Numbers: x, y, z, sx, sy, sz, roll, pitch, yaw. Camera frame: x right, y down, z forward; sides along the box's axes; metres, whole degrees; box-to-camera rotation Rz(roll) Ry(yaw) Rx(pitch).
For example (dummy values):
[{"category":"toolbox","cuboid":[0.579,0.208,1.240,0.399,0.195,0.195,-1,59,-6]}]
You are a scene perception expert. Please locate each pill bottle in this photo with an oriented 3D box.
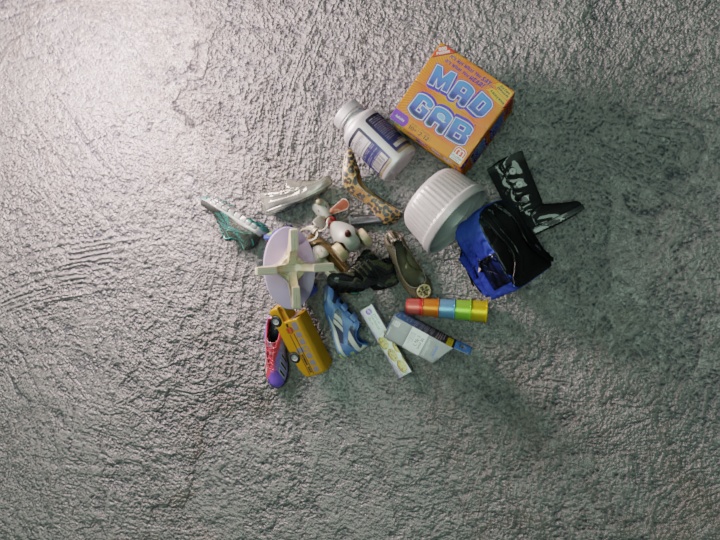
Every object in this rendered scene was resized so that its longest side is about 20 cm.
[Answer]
[{"category":"pill bottle","cuboid":[0.031,-0.326,1.594,0.200,0.111,0.111,45,99,7]}]

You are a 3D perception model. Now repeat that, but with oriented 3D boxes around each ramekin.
[{"category":"ramekin","cuboid":[0.194,-0.147,1.527,0.105,0.200,0.200,45,99,18]}]

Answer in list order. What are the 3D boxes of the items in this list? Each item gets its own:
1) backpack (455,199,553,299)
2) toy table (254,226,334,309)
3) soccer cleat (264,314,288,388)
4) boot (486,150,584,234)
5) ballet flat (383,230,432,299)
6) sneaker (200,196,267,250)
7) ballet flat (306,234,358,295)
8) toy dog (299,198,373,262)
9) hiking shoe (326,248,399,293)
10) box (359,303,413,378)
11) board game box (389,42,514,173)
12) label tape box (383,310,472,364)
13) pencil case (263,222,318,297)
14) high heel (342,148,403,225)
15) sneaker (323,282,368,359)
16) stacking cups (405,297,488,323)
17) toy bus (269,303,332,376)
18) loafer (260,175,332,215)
[{"category":"backpack","cuboid":[0.312,-0.049,1.510,0.168,0.162,0.200,-31,88,49]},{"category":"toy table","cuboid":[-0.162,-0.003,1.543,0.183,0.117,0.201,-15,97,-13]},{"category":"soccer cleat","cuboid":[-0.225,0.209,1.682,0.068,0.073,0.201,3,92,12]},{"category":"boot","cuboid":[0.418,-0.196,1.546,0.164,0.066,0.201,-26,82,10]},{"category":"ballet flat","cuboid":[0.120,-0.011,1.606,0.067,0.046,0.201,-28,93,-11]},{"category":"sneaker","cuboid":[-0.348,-0.123,1.700,0.200,0.078,0.091,32,102,11]},{"category":"ballet flat","cuboid":[-0.078,-0.011,1.643,0.200,0.072,0.068,49,117,6]},{"category":"toy dog","cuboid":[-0.062,-0.114,1.597,0.200,0.096,0.132,28,70,22]},{"category":"hiking shoe","cuboid":[0.000,0.000,1.596,0.076,0.199,0.101,-24,72,53]},{"category":"box","cuboid":[0.066,0.178,1.638,0.041,0.039,0.200,-31,85,10]},{"category":"board game box","cuboid":[0.218,-0.366,1.508,0.200,0.200,0.200,37,98,8]},{"category":"label tape box","cuboid":[0.165,0.174,1.563,0.199,0.144,0.063,28,97,10]},{"category":"pencil case","cuboid":[-0.173,-0.019,1.642,0.078,0.087,0.201,-4,111,53]},{"category":"high heel","cuboid":[0.032,-0.210,1.613,0.142,0.071,0.201,-3,107,18]},{"category":"sneaker","cuboid":[-0.040,0.121,1.644,0.082,0.074,0.201,-17,97,14]},{"category":"stacking cups","cuboid":[0.211,0.096,1.590,0.199,0.061,0.061,3,92,9]},{"category":"toy bus","cuboid":[-0.153,0.169,1.643,0.078,0.065,0.201,-19,104,25]},{"category":"loafer","cuboid":[-0.168,-0.206,1.660,0.199,0.070,0.070,-21,96,12]}]
